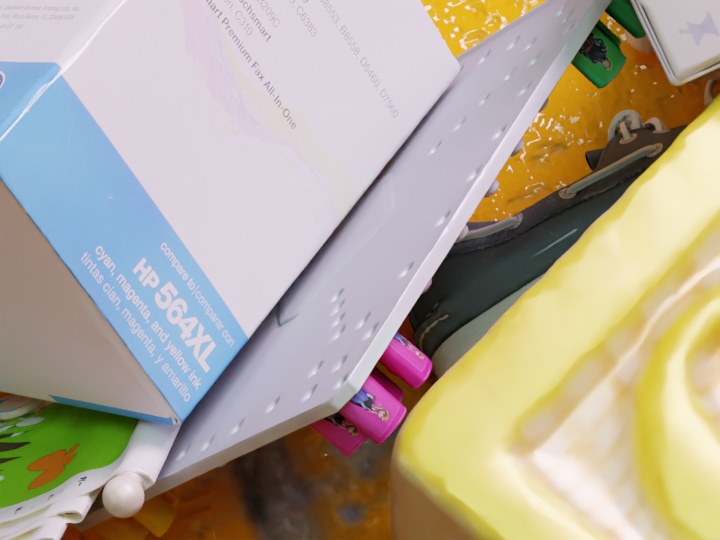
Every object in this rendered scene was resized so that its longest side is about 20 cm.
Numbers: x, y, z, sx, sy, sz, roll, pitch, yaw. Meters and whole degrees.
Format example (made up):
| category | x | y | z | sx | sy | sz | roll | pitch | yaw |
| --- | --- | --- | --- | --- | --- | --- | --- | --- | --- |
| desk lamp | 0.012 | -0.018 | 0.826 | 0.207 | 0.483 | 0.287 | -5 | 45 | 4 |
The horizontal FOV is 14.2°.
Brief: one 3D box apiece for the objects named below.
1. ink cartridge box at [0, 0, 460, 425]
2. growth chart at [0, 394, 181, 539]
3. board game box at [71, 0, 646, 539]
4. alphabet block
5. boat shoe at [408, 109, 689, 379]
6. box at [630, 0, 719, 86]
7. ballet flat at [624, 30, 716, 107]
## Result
| category | x | y | z | sx | sy | sz | roll | pitch | yaw |
| --- | --- | --- | --- | --- | --- | --- | --- | --- | --- |
| ink cartridge box | -0.073 | -0.067 | 1.000 | 0.128 | 0.125 | 0.200 | 7 | 49 | 47 |
| growth chart | -0.144 | 0.077 | 0.999 | 0.199 | 0.018 | 0.145 | -21 | 22 | 11 |
| board game box | 0.000 | 0.000 | 0.992 | 0.026 | 0.200 | 0.200 | 42 | 58 | -13 |
| alphabet block | 0.139 | 0.086 | 0.950 | 0.195 | 0.200 | 0.196 | 38 | 71 | 18 |
| boat shoe | 0.100 | -0.032 | 1.068 | 0.200 | 0.073 | 0.062 | -34 | 68 | 2 |
| box | 0.129 | -0.113 | 0.990 | 0.068 | 0.200 | 0.082 | -25 | 91 | 12 |
| ballet flat | 0.150 | -0.097 | 1.118 | 0.200 | 0.068 | 0.075 | 39 | 87 | 15 |
